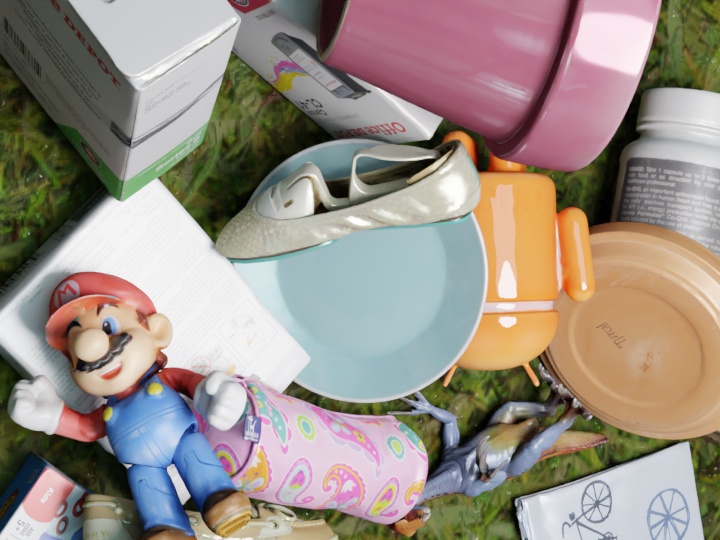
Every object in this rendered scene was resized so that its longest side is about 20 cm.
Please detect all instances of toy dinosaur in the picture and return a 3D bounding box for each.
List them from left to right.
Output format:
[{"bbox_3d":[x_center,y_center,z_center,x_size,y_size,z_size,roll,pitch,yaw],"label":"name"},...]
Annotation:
[{"bbox_3d":[0.108,0.164,1.089,0.181,0.105,0.200,-44,121,1],"label":"toy dinosaur"}]

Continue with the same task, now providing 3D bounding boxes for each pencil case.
[{"bbox_3d":[-0.038,0.133,0.980,0.199,0.087,0.088,22,82,-44],"label":"pencil case"}]

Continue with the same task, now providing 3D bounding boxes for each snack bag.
[{"bbox_3d":[0.230,0.268,1.187,0.198,0.021,0.191,-13,97,-26],"label":"snack bag"}]

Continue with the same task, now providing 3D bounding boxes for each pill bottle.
[{"bbox_3d":[0.271,-0.048,1.143,0.112,0.113,0.202,12,88,-26],"label":"pill bottle"}]

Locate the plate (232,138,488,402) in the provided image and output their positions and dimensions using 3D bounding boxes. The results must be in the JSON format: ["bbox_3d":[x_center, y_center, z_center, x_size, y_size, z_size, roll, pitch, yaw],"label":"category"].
[{"bbox_3d":[0.000,0.000,1.009,0.198,0.026,0.203,2,100,12],"label":"plate"}]

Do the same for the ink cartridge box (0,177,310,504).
[{"bbox_3d":[-0.157,0.050,0.973,0.163,0.057,0.200,-47,117,-17],"label":"ink cartridge box"}]

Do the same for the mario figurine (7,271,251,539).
[{"bbox_3d":[-0.152,0.089,0.862,0.123,0.106,0.201,-19,71,-32],"label":"mario figurine"}]

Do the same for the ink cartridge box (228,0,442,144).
[{"bbox_3d":[-0.030,-0.182,0.968,0.200,0.147,0.086,39,76,-21],"label":"ink cartridge box"}]

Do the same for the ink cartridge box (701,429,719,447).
[{"bbox_3d":[0.376,0.091,1.224,0.199,0.075,0.166,27,81,-24],"label":"ink cartridge box"}]

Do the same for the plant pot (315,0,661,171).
[{"bbox_3d":[0.072,-0.177,0.844,0.177,0.200,0.202,11,87,-12],"label":"plant pot"}]

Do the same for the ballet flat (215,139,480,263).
[{"bbox_3d":[-0.013,-0.056,0.954,0.198,0.068,0.063,-11,121,5],"label":"ballet flat"}]

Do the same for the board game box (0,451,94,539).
[{"bbox_3d":[-0.208,0.269,0.946,0.195,0.056,0.201,38,75,-22],"label":"board game box"}]

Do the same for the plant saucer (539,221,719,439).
[{"bbox_3d":[0.228,0.055,1.082,0.032,0.199,0.202,-45,112,-46],"label":"plant saucer"}]

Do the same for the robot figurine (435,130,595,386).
[{"bbox_3d":[0.099,-0.009,1.056,0.142,0.116,0.203,-2,89,-26],"label":"robot figurine"}]

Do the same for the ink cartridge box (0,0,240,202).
[{"bbox_3d":[-0.161,-0.151,0.853,0.084,0.200,0.146,-37,86,-21],"label":"ink cartridge box"}]

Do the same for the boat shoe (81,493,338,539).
[{"bbox_3d":[-0.102,0.184,0.938,0.199,0.073,0.064,2,74,-33],"label":"boat shoe"}]
